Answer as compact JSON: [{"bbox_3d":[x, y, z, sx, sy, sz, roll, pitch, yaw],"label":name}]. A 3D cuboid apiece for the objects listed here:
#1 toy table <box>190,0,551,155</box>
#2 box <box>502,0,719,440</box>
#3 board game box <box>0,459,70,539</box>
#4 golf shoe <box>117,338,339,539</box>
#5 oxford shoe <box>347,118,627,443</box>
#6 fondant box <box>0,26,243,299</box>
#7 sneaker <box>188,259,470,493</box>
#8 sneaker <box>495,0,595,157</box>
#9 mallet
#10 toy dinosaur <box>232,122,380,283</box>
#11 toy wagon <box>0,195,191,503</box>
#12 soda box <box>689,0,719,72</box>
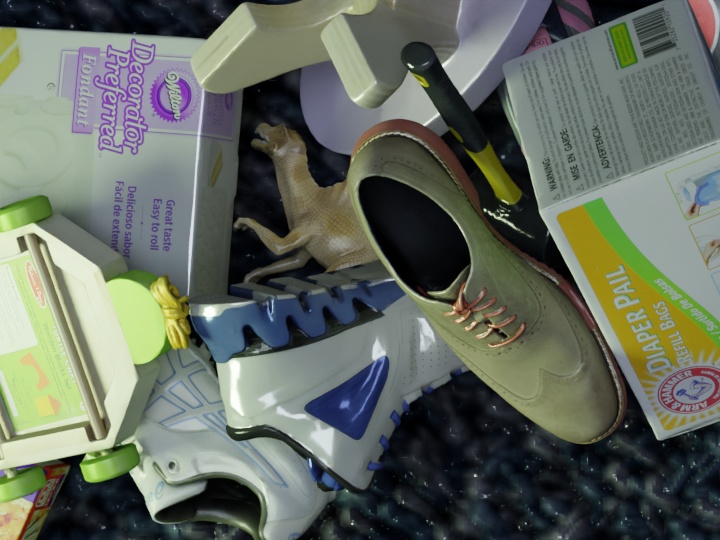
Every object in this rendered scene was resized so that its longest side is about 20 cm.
[{"bbox_3d":[0.006,-0.147,1.577,0.200,0.117,0.184,-55,49,22],"label":"toy table"},{"bbox_3d":[0.160,-0.023,1.533,0.101,0.200,0.113,-21,46,10],"label":"box"},{"bbox_3d":[-0.275,0.169,1.698,0.151,0.046,0.200,25,94,10],"label":"board game box"},{"bbox_3d":[-0.107,0.087,1.635,0.200,0.078,0.097,22,54,12],"label":"golf shoe"},{"bbox_3d":[0.058,0.018,1.510,0.070,0.075,0.200,-40,98,21],"label":"oxford shoe"},{"bbox_3d":[-0.169,-0.061,1.660,0.199,0.058,0.145,5,90,19],"label":"fondant box"},{"bbox_3d":[0.008,0.056,1.590,0.199,0.081,0.116,-8,100,-18],"label":"sneaker"},{"bbox_3d":[0.092,-0.137,1.615,0.070,0.082,0.200,-25,85,9],"label":"sneaker"},{"bbox_3d":[0.054,-0.067,1.554,0.066,0.200,0.041,28,77,38],"label":"mallet"},{"bbox_3d":[0.000,0.000,1.644,0.200,0.058,0.101,39,95,8],"label":"toy dinosaur"},{"bbox_3d":[-0.164,0.038,1.600,0.200,0.040,0.156,-14,100,33],"label":"toy wagon"},{"bbox_3d":[0.209,-0.147,1.604,0.071,0.063,0.200,-27,84,9],"label":"soda box"}]
